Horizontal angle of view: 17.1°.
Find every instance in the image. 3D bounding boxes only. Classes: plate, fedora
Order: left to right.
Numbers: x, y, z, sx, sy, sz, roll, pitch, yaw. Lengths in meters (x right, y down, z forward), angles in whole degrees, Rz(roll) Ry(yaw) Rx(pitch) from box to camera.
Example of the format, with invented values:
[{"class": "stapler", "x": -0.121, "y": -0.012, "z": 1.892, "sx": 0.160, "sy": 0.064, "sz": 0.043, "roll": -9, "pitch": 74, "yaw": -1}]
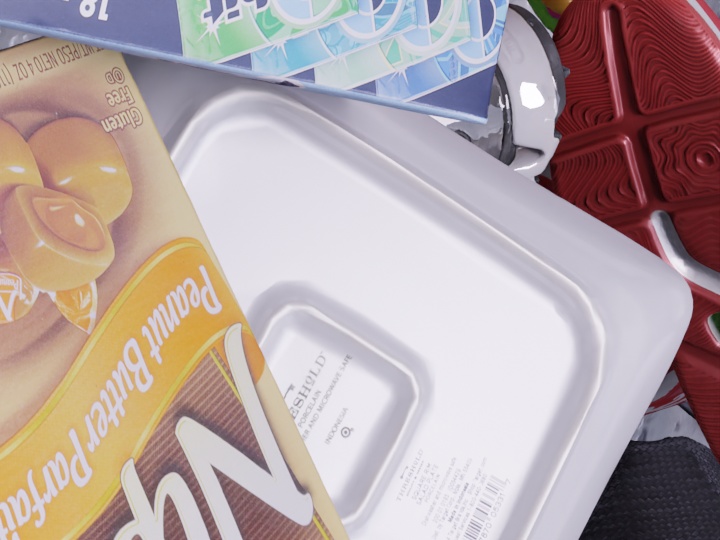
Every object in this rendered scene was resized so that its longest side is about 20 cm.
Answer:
[{"class": "plate", "x": -0.016, "y": 0.040, "z": 0.672, "sx": 0.200, "sy": 0.199, "sz": 0.032, "roll": -62, "pitch": -164, "yaw": -13}, {"class": "fedora", "x": 0.116, "y": 0.127, "z": 1.030, "sx": 0.201, "sy": 0.199, "sz": 0.092, "roll": 43, "pitch": 37, "yaw": -62}]

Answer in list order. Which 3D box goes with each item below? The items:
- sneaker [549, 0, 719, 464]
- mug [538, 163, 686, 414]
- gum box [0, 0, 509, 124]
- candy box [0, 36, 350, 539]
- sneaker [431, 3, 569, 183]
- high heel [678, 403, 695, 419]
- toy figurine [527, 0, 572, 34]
[{"class": "sneaker", "x": 0.128, "y": -0.029, "z": 0.818, "sx": 0.201, "sy": 0.078, "sz": 0.116, "roll": 67, "pitch": 30, "yaw": -24}, {"class": "mug", "x": 0.106, "y": 0.014, "z": 0.930, "sx": 0.200, "sy": 0.133, "sz": 0.179, "roll": -15, "pitch": 120, "yaw": -54}, {"class": "gum box", "x": -0.020, "y": -0.148, "z": 0.585, "sx": 0.169, "sy": 0.044, "sz": 0.201, "roll": 8, "pitch": 95, "yaw": -44}, {"class": "candy box", "x": -0.071, "y": 0.049, "z": 0.579, "sx": 0.115, "sy": 0.055, "sz": 0.201, "roll": -29, "pitch": 94, "yaw": -51}, {"class": "sneaker", "x": 0.000, "y": 0.000, "z": 0.794, "sx": 0.090, "sy": 0.067, "sz": 0.201, "roll": -13, "pitch": 140, "yaw": -29}, {"class": "high heel", "x": 0.215, "y": -0.003, "z": 1.102, "sx": 0.201, "sy": 0.142, "sz": 0.071, "roll": -55, "pitch": -166, "yaw": -7}, {"class": "toy figurine", "x": 0.048, "y": -0.145, "z": 0.749, "sx": 0.183, "sy": 0.150, "sz": 0.200, "roll": -13, "pitch": 145, "yaw": -44}]
